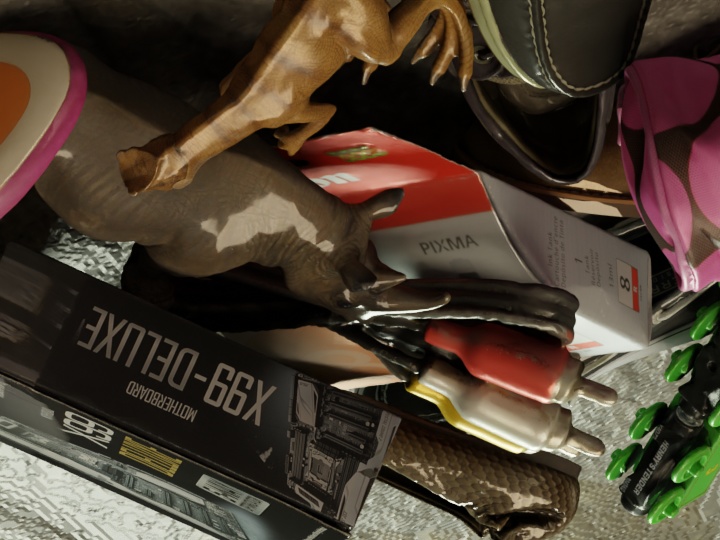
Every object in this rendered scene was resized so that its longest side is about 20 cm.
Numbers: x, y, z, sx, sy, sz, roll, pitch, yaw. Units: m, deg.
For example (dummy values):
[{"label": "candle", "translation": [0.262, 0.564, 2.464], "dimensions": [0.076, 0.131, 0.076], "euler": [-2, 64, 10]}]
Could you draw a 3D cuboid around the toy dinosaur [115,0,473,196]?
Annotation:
[{"label": "toy dinosaur", "translation": [-0.004, -0.094, 0.991], "dimensions": [0.200, 0.060, 0.106], "euler": [-57, 152, 14]}]

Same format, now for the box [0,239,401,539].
[{"label": "box", "translation": [-0.076, 0.058, 1.143], "dimensions": [0.158, 0.050, 0.200], "euler": [25, 168, -3]}]

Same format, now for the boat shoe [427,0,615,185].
[{"label": "boat shoe", "translation": [0.059, -0.097, 1.072], "dimensions": [0.072, 0.065, 0.200], "euler": [-17, 151, 5]}]

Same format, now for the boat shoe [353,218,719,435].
[{"label": "boat shoe", "translation": [0.084, 0.024, 1.295], "dimensions": [0.199, 0.074, 0.068], "euler": [-20, 156, 5]}]

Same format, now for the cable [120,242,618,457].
[{"label": "cable", "translation": [0.005, 0.025, 1.139], "dimensions": [0.200, 0.050, 0.097], "euler": [14, 155, -4]}]

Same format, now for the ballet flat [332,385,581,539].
[{"label": "ballet flat", "translation": [-0.004, 0.077, 1.262], "dimensions": [0.200, 0.046, 0.067], "euler": [17, 174, -2]}]

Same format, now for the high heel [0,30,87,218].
[{"label": "high heel", "translation": [-0.143, -0.019, 1.009], "dimensions": [0.200, 0.067, 0.096], "euler": [-39, 156, 30]}]

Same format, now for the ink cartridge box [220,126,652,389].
[{"label": "ink cartridge box", "translation": [0.000, 0.000, 1.174], "dimensions": [0.162, 0.050, 0.200], "euler": [-9, 164, 35]}]

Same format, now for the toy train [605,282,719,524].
[{"label": "toy train", "translation": [0.166, 0.038, 1.291], "dimensions": [0.056, 0.042, 0.200], "euler": [-24, 151, -40]}]

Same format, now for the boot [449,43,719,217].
[{"label": "boot", "translation": [0.133, -0.065, 1.198], "dimensions": [0.200, 0.074, 0.075], "euler": [-3, 119, -16]}]

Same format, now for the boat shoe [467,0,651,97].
[{"label": "boat shoe", "translation": [0.078, -0.130, 0.965], "dimensions": [0.072, 0.066, 0.201], "euler": [-25, 137, -24]}]

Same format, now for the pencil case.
[{"label": "pencil case", "translation": [0.183, -0.070, 1.019], "dimensions": [0.200, 0.094, 0.091], "euler": [-23, 150, -1]}]

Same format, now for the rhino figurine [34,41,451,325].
[{"label": "rhino figurine", "translation": [-0.060, -0.024, 1.071], "dimensions": [0.200, 0.060, 0.087], "euler": [23, 147, -4]}]
